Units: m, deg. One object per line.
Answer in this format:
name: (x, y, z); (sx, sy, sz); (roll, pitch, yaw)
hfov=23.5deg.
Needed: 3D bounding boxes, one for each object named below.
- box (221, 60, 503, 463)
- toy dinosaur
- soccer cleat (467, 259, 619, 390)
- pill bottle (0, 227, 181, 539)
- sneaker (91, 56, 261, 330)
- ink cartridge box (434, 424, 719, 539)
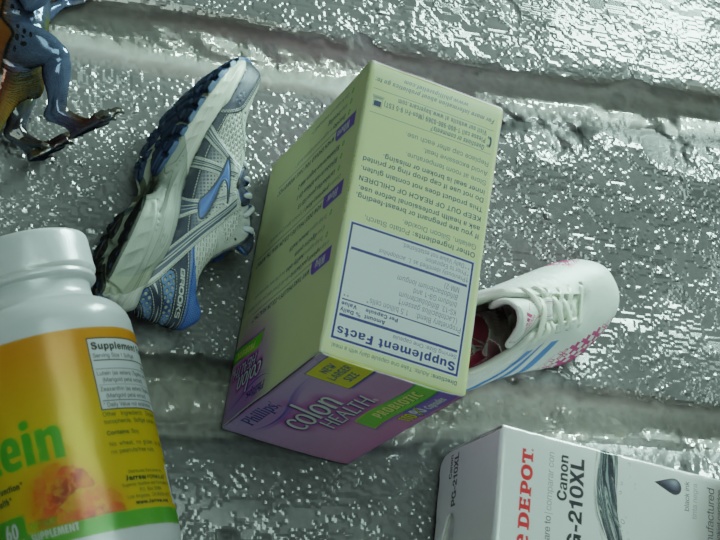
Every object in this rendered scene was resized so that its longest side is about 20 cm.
box: (0.000, 0.000, 1.108); (0.097, 0.176, 0.200); (19, 64, -18)
toy dinosaur: (-0.215, -0.168, 1.096); (0.200, 0.105, 0.182); (-27, 93, -39)
soccer cleat: (0.117, 0.037, 1.203); (0.200, 0.086, 0.070); (-21, 81, -31)
pill bottle: (-0.181, 0.081, 1.029); (0.111, 0.111, 0.200); (-8, 75, -28)
sneaker: (-0.107, -0.048, 1.146); (0.085, 0.077, 0.200); (33, 67, -22)
ink cartridge box: (0.155, 0.201, 1.160); (0.200, 0.084, 0.145); (16, 64, -20)
